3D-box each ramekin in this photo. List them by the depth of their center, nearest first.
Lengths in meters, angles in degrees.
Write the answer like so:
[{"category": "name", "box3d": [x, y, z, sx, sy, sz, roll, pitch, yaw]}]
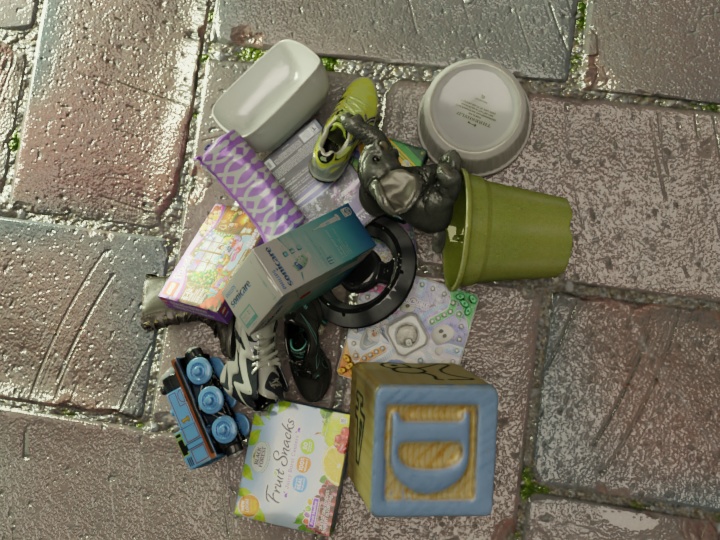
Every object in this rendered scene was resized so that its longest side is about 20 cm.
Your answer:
[{"category": "ramekin", "box3d": [0.194, -0.265, 1.543, 0.200, 0.094, 0.205, -1, 83, 6]}]

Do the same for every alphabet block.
[{"category": "alphabet block", "box3d": [0.090, 0.254, 1.407, 0.193, 0.200, 0.199, 4, 94, -10]}]

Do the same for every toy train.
[{"category": "toy train", "box3d": [-0.269, 0.233, 1.542, 0.114, 0.087, 0.201, -28, 79, 10]}]

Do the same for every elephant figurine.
[{"category": "elephant figurine", "box3d": [0.053, -0.141, 1.452, 0.198, 0.142, 0.156, 7, 52, -12]}]

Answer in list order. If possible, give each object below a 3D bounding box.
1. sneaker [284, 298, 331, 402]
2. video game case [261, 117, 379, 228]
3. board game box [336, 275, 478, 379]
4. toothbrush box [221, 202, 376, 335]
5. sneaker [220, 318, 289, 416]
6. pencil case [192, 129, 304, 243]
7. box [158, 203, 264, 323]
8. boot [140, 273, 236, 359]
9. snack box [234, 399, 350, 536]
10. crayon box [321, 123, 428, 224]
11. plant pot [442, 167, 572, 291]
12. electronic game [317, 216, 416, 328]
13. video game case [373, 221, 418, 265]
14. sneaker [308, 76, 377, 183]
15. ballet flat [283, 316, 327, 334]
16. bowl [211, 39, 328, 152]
[{"category": "sneaker", "box3d": [-0.097, 0.138, 1.502, 0.075, 0.079, 0.202, 0, 116, 16]}, {"category": "video game case", "box3d": [-0.071, -0.135, 1.526, 0.142, 0.019, 0.201, -38, 83, 2]}, {"category": "board game box", "box3d": [0.079, 0.109, 1.538, 0.198, 0.026, 0.202, 17, 89, 6]}, {"category": "toothbrush box", "box3d": [-0.095, -0.002, 1.389, 0.199, 0.146, 0.086, -27, 79, -38]}, {"category": "sneaker", "box3d": [-0.150, 0.145, 1.455, 0.129, 0.079, 0.200, 41, 114, 36]}, {"category": "pencil case", "box3d": [-0.177, -0.132, 1.465, 0.085, 0.084, 0.200, -44, 98, -24]}, {"category": "box", "box3d": [-0.234, -0.015, 1.529, 0.136, 0.039, 0.201, 11, 61, 32]}, {"category": "boot", "box3d": [-0.292, 0.079, 1.563, 0.172, 0.069, 0.202, -15, 59, 5]}, {"category": "snack box", "box3d": [-0.107, 0.323, 1.521, 0.167, 0.068, 0.202, 11, 83, 8]}, {"category": "crayon box", "box3d": [0.003, -0.171, 1.557, 0.198, 0.052, 0.127, 18, 86, 9]}, {"category": "plant pot", "box3d": [0.240, -0.059, 1.480, 0.182, 0.200, 0.203, 5, 84, -5]}, {"category": "electronic game", "box3d": [0.000, 0.000, 1.518, 0.198, 0.042, 0.202, -9, 66, 21]}, {"category": "video game case", "box3d": [0.018, -0.097, 1.581, 0.142, 0.018, 0.202, -8, 83, 5]}, {"category": "sneaker", "box3d": [-0.019, -0.238, 1.493, 0.075, 0.076, 0.201, 23, 69, 0]}, {"category": "ballet flat", "box3d": [-0.131, 0.032, 1.557, 0.064, 0.076, 0.201, -34, 79, 9]}, {"category": "bowl", "box3d": [-0.147, -0.291, 1.559, 0.200, 0.075, 0.200, -44, 38, -2]}]
